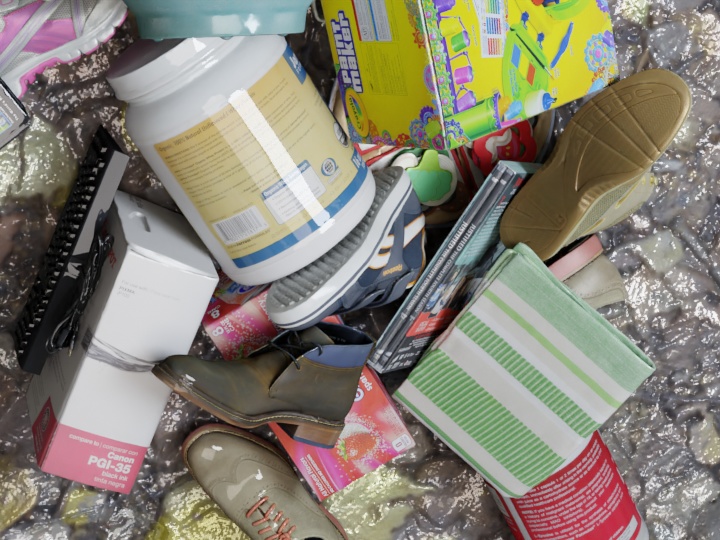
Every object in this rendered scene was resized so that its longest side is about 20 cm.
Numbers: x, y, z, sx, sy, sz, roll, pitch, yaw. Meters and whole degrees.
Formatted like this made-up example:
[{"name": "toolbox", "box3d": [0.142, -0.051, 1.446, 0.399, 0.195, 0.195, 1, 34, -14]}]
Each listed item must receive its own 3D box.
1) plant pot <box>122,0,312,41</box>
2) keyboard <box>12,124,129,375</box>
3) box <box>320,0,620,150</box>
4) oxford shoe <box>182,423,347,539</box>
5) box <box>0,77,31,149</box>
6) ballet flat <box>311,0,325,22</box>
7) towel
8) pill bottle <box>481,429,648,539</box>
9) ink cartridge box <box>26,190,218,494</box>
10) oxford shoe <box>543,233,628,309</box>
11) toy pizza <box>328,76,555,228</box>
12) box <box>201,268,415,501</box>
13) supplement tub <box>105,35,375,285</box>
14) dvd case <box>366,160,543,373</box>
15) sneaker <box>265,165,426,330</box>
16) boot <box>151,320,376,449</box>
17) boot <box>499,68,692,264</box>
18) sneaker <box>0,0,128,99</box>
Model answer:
[{"name": "plant pot", "box3d": [-0.100, -0.231, 1.343, 0.200, 0.200, 0.135, -4, 99, -12]}, {"name": "keyboard", "box3d": [-0.231, -0.008, 1.513, 0.021, 0.127, 0.201, 16, 106, -29]}, {"name": "box", "box3d": [0.080, -0.217, 1.459, 0.192, 0.122, 0.201, -23, 109, -34]}, {"name": "oxford shoe", "box3d": [-0.074, 0.209, 1.654, 0.070, 0.075, 0.200, -45, 113, 7]}, {"name": "box", "box3d": [-0.364, -0.138, 1.390, 0.160, 0.044, 0.200, -38, 115, -2]}, {"name": "ballet flat", "box3d": [-0.044, -0.230, 1.508, 0.199, 0.068, 0.069, 2, 119, -14]}, {"name": "towel", "box3d": [0.131, 0.089, 1.574, 0.152, 0.023, 0.200, 42, 126, 6]}, {"name": "pill bottle", "box3d": [0.171, 0.184, 1.691, 0.112, 0.112, 0.200, -29, 115, -1]}, {"name": "ink cartridge box", "box3d": [-0.195, 0.056, 1.535, 0.083, 0.147, 0.200, 19, 105, -19]}, {"name": "oxford shoe", "box3d": [0.143, 0.055, 1.646, 0.200, 0.070, 0.075, -37, 93, 5]}, {"name": "toy pizza", "box3d": [0.071, -0.128, 1.591, 0.199, 0.032, 0.201, -5, 112, -12]}, {"name": "box", "box3d": [-0.049, 0.082, 1.608, 0.100, 0.096, 0.200, -31, 114, 1]}, {"name": "supplement tub", "box3d": [-0.095, -0.105, 1.495, 0.144, 0.145, 0.200, -33, 110, 1]}, {"name": "dvd case", "box3d": [0.088, -0.004, 1.590, 0.022, 0.146, 0.200, 38, 104, 15]}, {"name": "sneaker", "box3d": [0.000, 0.000, 1.520, 0.078, 0.200, 0.080, -8, 120, 39]}, {"name": "boot", "box3d": [-0.073, 0.071, 1.490, 0.200, 0.075, 0.097, 21, 102, -47]}, {"name": "boot", "box3d": [0.214, -0.092, 1.563, 0.073, 0.155, 0.200, 46, 116, 14]}, {"name": "sneaker", "box3d": [-0.254, -0.199, 1.460, 0.200, 0.081, 0.088, -36, 116, 1]}]
